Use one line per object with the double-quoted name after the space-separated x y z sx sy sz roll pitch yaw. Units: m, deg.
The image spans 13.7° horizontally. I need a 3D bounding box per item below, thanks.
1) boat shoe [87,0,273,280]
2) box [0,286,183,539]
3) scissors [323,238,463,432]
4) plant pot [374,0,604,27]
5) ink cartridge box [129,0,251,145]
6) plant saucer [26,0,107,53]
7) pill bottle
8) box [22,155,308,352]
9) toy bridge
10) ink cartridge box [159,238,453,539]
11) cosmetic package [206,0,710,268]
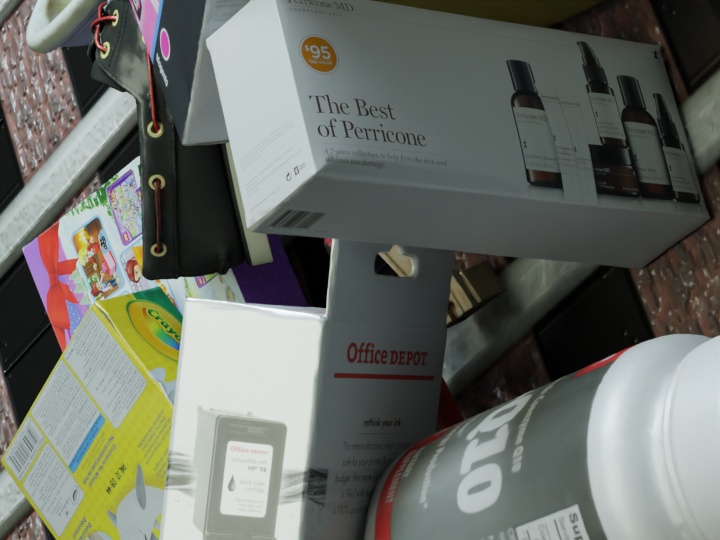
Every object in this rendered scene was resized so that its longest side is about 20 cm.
-0.087 -0.094 1.289 0.074 0.063 0.203 -111 10 -78 "boat shoe"
-0.071 0.119 1.337 0.200 0.048 0.118 53 131 23 "box"
0.000 0.000 1.270 0.073 0.014 0.201 27 143 60 "scissors"
0.024 -0.193 1.219 0.176 0.199 0.201 -49 49 52 "plant pot"
-0.054 -0.150 1.138 0.201 0.037 0.095 106 151 -46 "ink cartridge box"
-0.084 -0.177 1.412 0.200 0.050 0.200 -51 16 21 "plant saucer"
0.103 0.091 1.133 0.200 0.113 0.115 -28 65 47 "pill bottle"
-0.073 0.049 1.384 0.137 0.039 0.201 -33 75 45 "box"
-0.010 -0.064 1.268 0.027 0.067 0.201 -33 86 24 "toy bridge"
-0.023 0.075 1.204 0.066 0.116 0.201 6 90 26 "ink cartridge box"
0.041 -0.054 1.158 0.051 0.199 0.083 -39 57 43 "cosmetic package"
